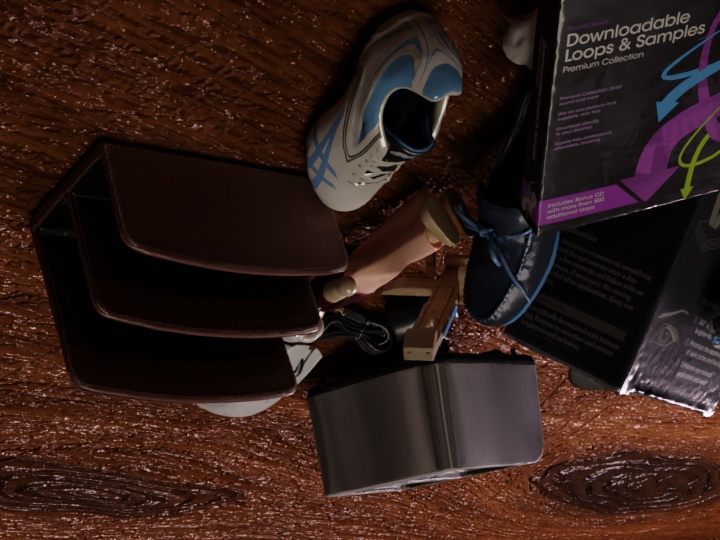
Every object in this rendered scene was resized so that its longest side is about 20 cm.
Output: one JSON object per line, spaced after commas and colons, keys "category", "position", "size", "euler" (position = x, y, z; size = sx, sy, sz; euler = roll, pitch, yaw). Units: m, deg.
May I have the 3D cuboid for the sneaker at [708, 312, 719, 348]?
{"category": "sneaker", "position": [0.340, 0.006, 1.092], "size": [0.199, 0.088, 0.075], "euler": [-16, 180, -39]}

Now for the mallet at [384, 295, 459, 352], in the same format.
{"category": "mallet", "position": [0.061, 0.064, 1.323], "size": [0.065, 0.042, 0.200], "euler": [-18, 160, -3]}

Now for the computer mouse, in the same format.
{"category": "computer mouse", "position": [-0.072, 0.094, 1.272], "size": [0.199, 0.044, 0.109], "euler": [-30, 155, 22]}

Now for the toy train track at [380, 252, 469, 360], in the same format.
{"category": "toy train track", "position": [0.064, 0.018, 1.095], "size": [0.113, 0.033, 0.200], "euler": [1, -159, 13]}

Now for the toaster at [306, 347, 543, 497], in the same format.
{"category": "toaster", "position": [0.061, 0.148, 1.341], "size": [0.180, 0.120, 0.199], "euler": [-20, 163, 38]}

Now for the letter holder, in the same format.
{"category": "letter holder", "position": [-0.108, 0.009, 0.946], "size": [0.199, 0.143, 0.100], "euler": [7, 146, -44]}

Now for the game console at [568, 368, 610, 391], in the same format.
{"category": "game console", "position": [0.315, 0.075, 1.346], "size": [0.198, 0.118, 0.176], "euler": [3, -178, 3]}

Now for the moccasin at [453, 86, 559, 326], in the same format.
{"category": "moccasin", "position": [0.110, -0.053, 1.015], "size": [0.068, 0.080, 0.202], "euler": [-3, 115, -44]}

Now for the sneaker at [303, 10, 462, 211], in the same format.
{"category": "sneaker", "position": [0.013, -0.090, 0.918], "size": [0.071, 0.073, 0.200], "euler": [-10, 155, -24]}

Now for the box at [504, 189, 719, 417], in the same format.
{"category": "box", "position": [0.241, -0.004, 1.100], "size": [0.196, 0.117, 0.202], "euler": [18, 96, -54]}

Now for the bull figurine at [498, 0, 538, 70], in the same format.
{"category": "bull figurine", "position": [0.175, -0.143, 0.916], "size": [0.121, 0.066, 0.200], "euler": [-30, 143, 15]}

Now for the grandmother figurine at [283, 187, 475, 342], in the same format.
{"category": "grandmother figurine", "position": [0.000, 0.000, 1.117], "size": [0.199, 0.061, 0.121], "euler": [-31, 168, 28]}

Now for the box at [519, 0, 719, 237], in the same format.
{"category": "box", "position": [0.177, -0.119, 0.867], "size": [0.142, 0.036, 0.201], "euler": [-14, 135, -12]}
